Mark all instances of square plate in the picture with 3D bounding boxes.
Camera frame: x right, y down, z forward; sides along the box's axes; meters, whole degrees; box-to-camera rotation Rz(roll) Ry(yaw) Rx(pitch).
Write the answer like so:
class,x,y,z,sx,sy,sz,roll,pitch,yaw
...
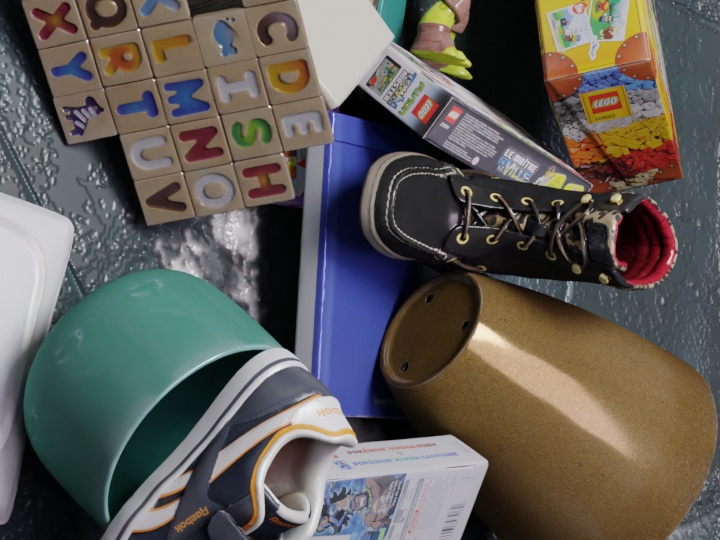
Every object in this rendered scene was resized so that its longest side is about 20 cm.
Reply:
class,x,y,z,sx,sy,sz,roll,pitch,yaw
square plate,-0.262,0.030,1.262,0.200,0.028,0.198,24,68,-38

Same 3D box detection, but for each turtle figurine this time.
class,x,y,z,sx,sy,sz,roll,pitch,yaw
turtle figurine,0.073,-0.224,1.529,0.064,0.200,0.162,15,83,-7

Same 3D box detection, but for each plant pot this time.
class,x,y,z,sx,sy,sz,roll,pitch,yaw
plant pot,0.112,0.091,1.490,0.200,0.186,0.187,37,61,-31

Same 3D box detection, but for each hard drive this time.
class,x,y,z,sx,sy,sz,roll,pitch,yaw
hard drive,0.000,0.000,1.467,0.132,0.025,0.200,8,85,-61

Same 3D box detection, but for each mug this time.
class,x,y,z,sx,sy,sz,roll,pitch,yaw
mug,-0.126,0.086,1.311,0.152,0.114,0.185,-33,145,-25

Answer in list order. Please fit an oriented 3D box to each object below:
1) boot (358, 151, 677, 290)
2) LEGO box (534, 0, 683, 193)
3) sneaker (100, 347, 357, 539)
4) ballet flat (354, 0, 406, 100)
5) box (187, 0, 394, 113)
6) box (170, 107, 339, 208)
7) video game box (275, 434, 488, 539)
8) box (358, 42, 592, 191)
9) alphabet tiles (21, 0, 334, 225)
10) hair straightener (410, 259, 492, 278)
class,x,y,z,sx,sy,sz,roll,pitch,yaw
boot,0.105,-0.029,1.411,0.200,0.150,0.073,19,80,-55
LEGO box,0.176,-0.180,1.576,0.149,0.077,0.200,63,20,-54
sneaker,-0.082,0.145,1.245,0.200,0.079,0.078,-53,149,9
ballet flat,0.008,-0.222,1.510,0.069,0.069,0.200,2,109,-42
box,-0.079,-0.193,1.363,0.200,0.095,0.078,54,54,-23
box,-0.076,-0.148,1.447,0.137,0.039,0.200,7,79,-41
video game box,-0.022,0.205,1.379,0.182,0.047,0.200,-1,117,-47
box,0.072,-0.103,1.501,0.035,0.110,0.200,-53,143,8
alphabet tiles,-0.112,-0.124,1.336,0.008,0.167,0.200,-84,162,-62
hair straightener,0.066,-0.030,1.524,0.200,0.041,0.077,22,77,-54
